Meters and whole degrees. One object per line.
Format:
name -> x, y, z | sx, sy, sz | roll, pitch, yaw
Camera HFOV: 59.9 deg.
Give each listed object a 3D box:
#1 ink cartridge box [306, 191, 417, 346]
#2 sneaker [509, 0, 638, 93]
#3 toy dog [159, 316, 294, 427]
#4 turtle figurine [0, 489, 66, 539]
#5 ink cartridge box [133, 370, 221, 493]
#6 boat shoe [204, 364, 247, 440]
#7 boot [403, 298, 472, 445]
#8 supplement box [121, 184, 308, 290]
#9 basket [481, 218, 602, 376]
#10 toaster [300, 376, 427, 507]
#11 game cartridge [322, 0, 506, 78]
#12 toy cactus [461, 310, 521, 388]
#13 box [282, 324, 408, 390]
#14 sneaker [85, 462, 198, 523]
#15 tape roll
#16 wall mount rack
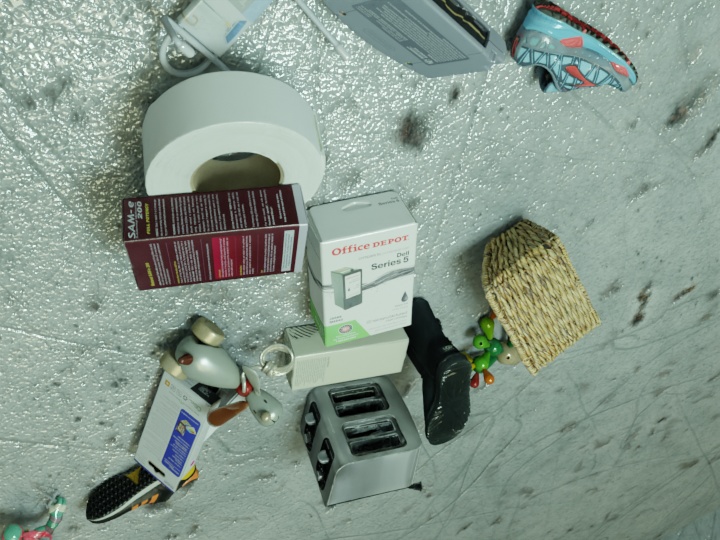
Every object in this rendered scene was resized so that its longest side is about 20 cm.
ink cartridge box -> 0.000, 0.000, 0.921 | 0.144, 0.084, 0.202 | -13, 132, -14
sneaker -> 0.280, -0.280, 0.835 | 0.198, 0.080, 0.096 | 18, 129, -25
toy dog -> -0.198, 0.156, 0.904 | 0.198, 0.096, 0.133 | 20, 98, -5
turtle figurine -> -0.565, 0.448, 1.034 | 0.148, 0.101, 0.202 | -5, 135, -21
ink cartridge box -> -0.293, 0.252, 0.989 | 0.201, 0.094, 0.037 | -63, 165, 24
boat shoe -> -0.245, 0.217, 1.008 | 0.066, 0.070, 0.200 | 42, 118, -12
boot -> 0.119, 0.169, 1.057 | 0.075, 0.169, 0.202 | -10, 126, -16
supplement box -> -0.166, -0.038, 0.726 | 0.197, 0.062, 0.109 | -7, 151, -15
basket -> 0.269, 0.038, 1.024 | 0.148, 0.143, 0.201 | -37, 116, -1
toaster -> 0.006, 0.300, 1.109 | 0.197, 0.182, 0.120 | -5, 129, -20
game cartridge -> 0.054, -0.275, 0.686 | 0.199, 0.132, 0.041 | 20, 80, -44
toy cactus -> 0.267, 0.151, 1.177 | 0.164, 0.102, 0.201 | 26, 104, -49
box -> -0.026, 0.132, 1.032 | 0.197, 0.069, 0.083 | -5, 130, -21
sneaker -> -0.374, 0.387, 1.083 | 0.199, 0.070, 0.090 | -32, 131, 1
tape roll -> -0.142, -0.128, 0.709 | 0.200, 0.072, 0.203 | -11, 153, -5
wall mount rack -> -0.110, -0.251, 0.671 | 0.200, 0.075, 0.173 | -40, 152, 13
